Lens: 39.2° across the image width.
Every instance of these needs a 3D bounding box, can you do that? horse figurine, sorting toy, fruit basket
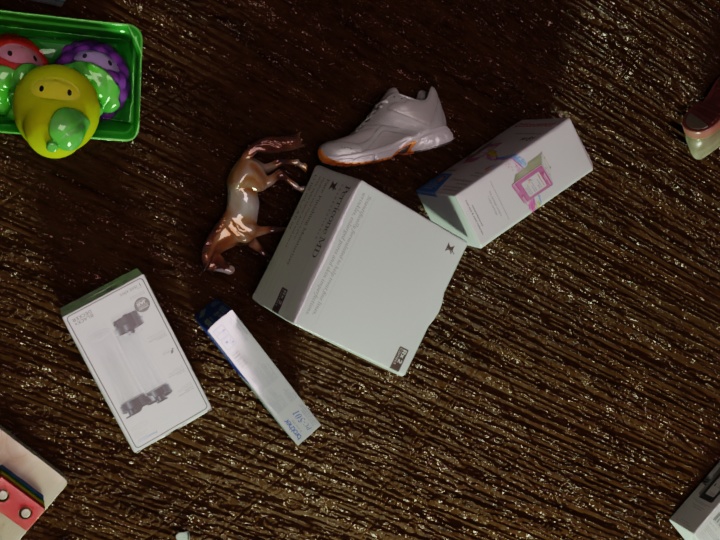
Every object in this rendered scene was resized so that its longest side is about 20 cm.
[{"bbox_3d":[-0.134,-0.089,1.320,0.131,0.050,0.203,9,97,-27],"label":"horse figurine"},{"bbox_3d":[-0.497,0.283,1.230,0.199,0.069,0.200,44,83,-20],"label":"sorting toy"},{"bbox_3d":[-0.347,-0.209,1.141,0.213,0.215,0.158,1,98,-20],"label":"fruit basket"}]

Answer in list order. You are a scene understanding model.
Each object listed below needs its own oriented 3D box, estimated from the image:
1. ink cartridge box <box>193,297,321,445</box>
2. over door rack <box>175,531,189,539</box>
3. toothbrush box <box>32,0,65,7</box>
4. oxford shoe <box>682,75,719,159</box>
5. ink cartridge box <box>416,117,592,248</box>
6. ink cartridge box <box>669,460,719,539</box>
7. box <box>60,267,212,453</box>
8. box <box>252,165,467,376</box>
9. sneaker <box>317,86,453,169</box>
[{"bbox_3d":[-0.136,0.132,1.328,0.044,0.094,0.201,-39,108,-11],"label":"ink cartridge box"},{"bbox_3d":[-0.312,0.435,1.324,0.197,0.067,0.150,-4,100,-20],"label":"over door rack"},{"bbox_3d":[-0.388,-0.353,1.103,0.144,0.200,0.087,7,97,-22],"label":"toothbrush box"},{"bbox_3d":[0.570,-0.250,1.559,0.199,0.070,0.075,-36,135,-13],"label":"oxford shoe"},{"bbox_3d":[0.196,-0.125,1.385,0.199,0.144,0.085,-33,106,-13],"label":"ink cartridge box"},{"bbox_3d":[0.619,0.383,1.661,0.200,0.068,0.116,-45,110,-9],"label":"ink cartridge box"},{"bbox_3d":[-0.286,0.114,1.287,0.116,0.060,0.202,-29,107,-14],"label":"box"},{"bbox_3d":[0.000,0.000,1.321,0.199,0.130,0.201,28,88,-34],"label":"box"},{"bbox_3d":[0.027,-0.194,1.358,0.198,0.075,0.093,-17,96,-25],"label":"sneaker"}]
